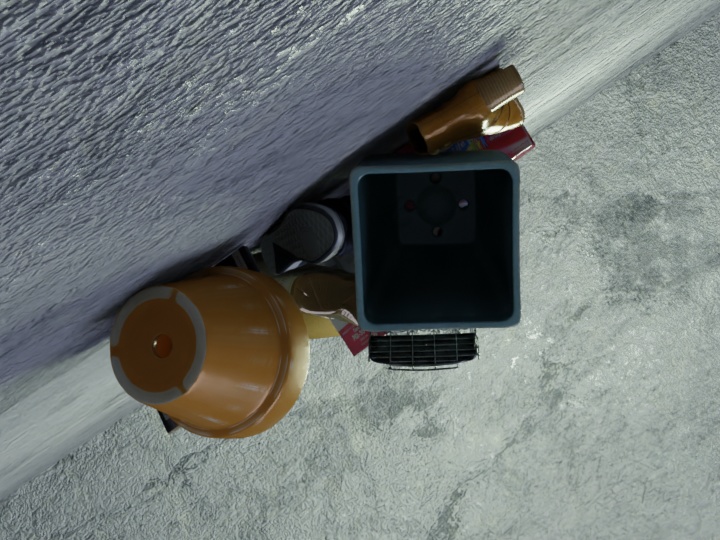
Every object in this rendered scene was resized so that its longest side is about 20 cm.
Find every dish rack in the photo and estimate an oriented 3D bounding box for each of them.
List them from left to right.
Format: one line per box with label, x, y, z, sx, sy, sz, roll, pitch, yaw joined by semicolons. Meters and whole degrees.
dish rack;0.079;0.066;1.366;0.150;0.055;0.201;-3;-144;5

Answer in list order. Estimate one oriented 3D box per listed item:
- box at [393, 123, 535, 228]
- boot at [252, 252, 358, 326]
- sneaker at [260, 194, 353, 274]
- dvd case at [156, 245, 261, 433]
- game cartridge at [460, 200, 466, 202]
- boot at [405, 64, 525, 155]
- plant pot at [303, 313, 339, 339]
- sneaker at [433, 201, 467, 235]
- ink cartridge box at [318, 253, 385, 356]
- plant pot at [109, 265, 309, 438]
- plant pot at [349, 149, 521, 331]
box;0.129;-0.153;1.464;0.198;0.101;0.095;-34;177;13
boot;-0.058;0.025;1.499;0.198;0.074;0.154;9;-174;-42
sneaker;-0.027;-0.057;1.355;0.144;0.078;0.202;-20;-178;-27
dvd case;-0.189;0.085;1.346;0.198;0.150;0.016;-34;160;10
game cartridge;0.106;-0.115;1.555;0.199;0.134;0.040;-37;154;11
boot;0.124;-0.184;1.303;0.142;0.072;0.201;-28;175;4
plant pot;-0.110;0.085;2.510;0.197;0.189;0.186;-20;177;-3
sneaker;0.118;0.003;1.498;0.201;0.079;0.087;-57;-155;27
ink cartridge box;0.000;0.000;1.610;0.146;0.202;0.083;-32;176;-32
plant pot;-0.183;0.090;1.225;0.199;0.202;0.183;-34;163;15
plant pot;0.093;-0.057;1.331;0.192;0.200;0.200;-2;-161;4
